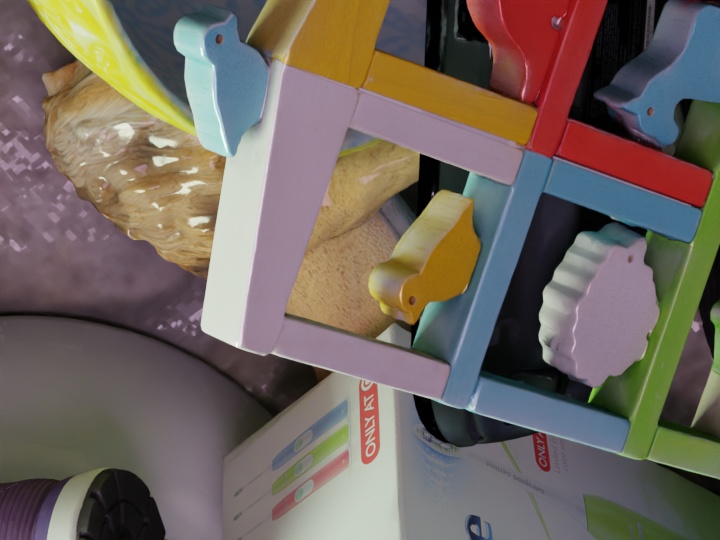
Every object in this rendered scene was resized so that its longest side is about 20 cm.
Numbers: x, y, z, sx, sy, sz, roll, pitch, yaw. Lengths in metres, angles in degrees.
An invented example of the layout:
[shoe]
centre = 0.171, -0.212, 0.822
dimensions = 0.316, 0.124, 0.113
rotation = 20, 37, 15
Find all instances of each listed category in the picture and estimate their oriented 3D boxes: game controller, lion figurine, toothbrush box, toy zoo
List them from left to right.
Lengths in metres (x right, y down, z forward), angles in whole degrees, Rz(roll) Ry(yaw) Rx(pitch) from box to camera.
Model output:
[lion figurine]
centre = 0.000, 0.000, 0.806
dimensions = 0.122, 0.073, 0.201
rotation = -23, 119, 14
[toy zoo]
centre = 0.041, -0.029, 0.671
dimensions = 0.199, 0.020, 0.132
rotation = 18, 93, -36
[game controller]
centre = 0.050, -0.055, 0.723
dimensions = 0.042, 0.104, 0.201
rotation = 10, 106, 25
[toothbrush box]
centre = 0.060, 0.129, 0.803
dimensions = 0.199, 0.146, 0.086
rotation = 28, 131, -29

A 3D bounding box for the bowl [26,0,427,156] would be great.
[bowl]
centre = -0.040, -0.135, 0.697
dimensions = 0.107, 0.200, 0.201
rotation = 15, 127, 38

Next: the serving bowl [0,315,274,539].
[serving bowl]
centre = -0.103, 0.117, 0.867
dimensions = 0.199, 0.066, 0.201
rotation = -1, 119, -2

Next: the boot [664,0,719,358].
[boot]
centre = 0.166, -0.014, 0.809
dimensions = 0.131, 0.070, 0.201
rotation = -18, 127, -5

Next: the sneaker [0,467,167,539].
[sneaker]
centre = -0.088, 0.147, 0.817
dimensions = 0.087, 0.076, 0.201
rotation = -5, 116, 17
